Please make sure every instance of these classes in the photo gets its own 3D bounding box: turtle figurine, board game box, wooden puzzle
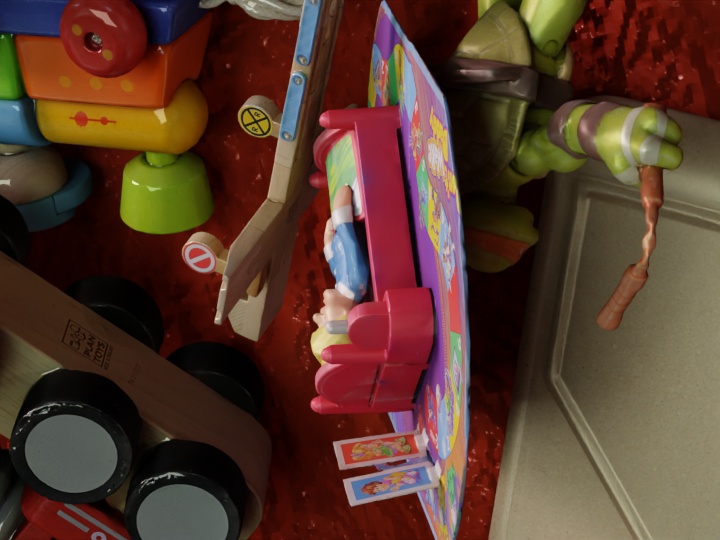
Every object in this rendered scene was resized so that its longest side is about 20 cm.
[{"bbox_3d":[0.049,-0.068,0.766,0.200,0.064,0.163,-175,96,-70],"label":"turtle figurine"},{"bbox_3d":[0.000,0.000,0.765,0.039,0.200,0.159,-4,112,-8],"label":"board game box"},{"bbox_3d":[0.141,0.054,0.791,0.184,0.037,0.202,17,105,26],"label":"wooden puzzle"}]

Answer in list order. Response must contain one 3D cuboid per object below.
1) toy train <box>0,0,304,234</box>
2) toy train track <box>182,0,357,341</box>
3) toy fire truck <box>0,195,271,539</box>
[{"bbox_3d":[-0.075,-0.066,0.861,0.199,0.085,0.117,6,120,22],"label":"toy train"},{"bbox_3d":[-0.031,-0.059,0.790,0.032,0.115,0.201,23,132,10],"label":"toy train track"},{"bbox_3d":[-0.153,0.085,0.897,0.175,0.129,0.200,33,115,-15],"label":"toy fire truck"}]
